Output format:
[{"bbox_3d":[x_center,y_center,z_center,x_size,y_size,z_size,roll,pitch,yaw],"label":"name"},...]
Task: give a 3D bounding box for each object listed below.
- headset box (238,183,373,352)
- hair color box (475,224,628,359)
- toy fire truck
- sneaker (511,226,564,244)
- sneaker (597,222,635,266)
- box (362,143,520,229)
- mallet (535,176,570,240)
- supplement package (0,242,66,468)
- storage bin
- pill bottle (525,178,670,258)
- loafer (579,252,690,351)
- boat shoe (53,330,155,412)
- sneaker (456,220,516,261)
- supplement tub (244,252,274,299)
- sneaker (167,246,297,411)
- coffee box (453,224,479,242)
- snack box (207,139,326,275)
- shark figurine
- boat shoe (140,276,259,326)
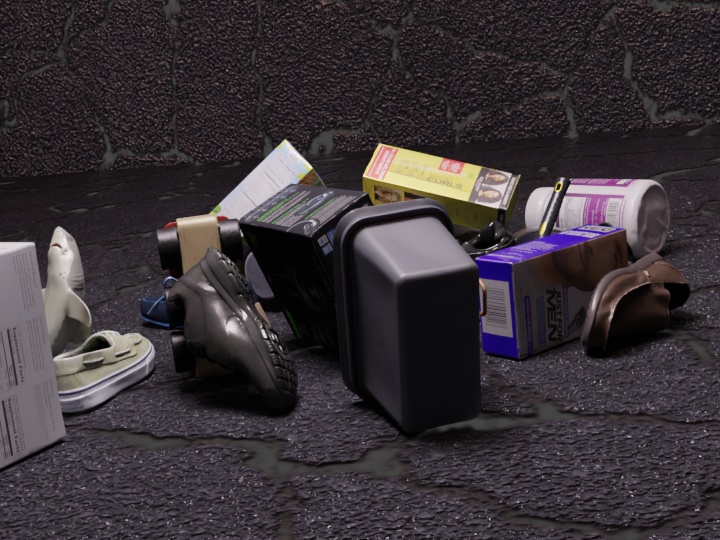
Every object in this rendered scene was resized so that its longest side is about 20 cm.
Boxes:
[{"bbox_3d":[-0.040,-0.002,1.399,0.092,0.176,0.199,-36,24,-23],"label":"headset box"},{"bbox_3d":[0.224,0.021,1.356,0.198,0.111,0.064,-17,16,-39],"label":"hair color box"},{"bbox_3d":[-0.167,0.031,1.402,0.126,0.179,0.200,-9,-3,-10],"label":"toy fire truck"},{"bbox_3d":[0.183,-0.018,1.618,0.198,0.075,0.118,-19,15,-21],"label":"sneaker"},{"bbox_3d":[0.333,-0.026,1.580,0.070,0.084,0.200,-6,12,-1],"label":"sneaker"},{"bbox_3d":[0.106,-0.108,1.558,0.197,0.051,0.076,15,49,16],"label":"box"},{"bbox_3d":[0.223,-0.022,1.437,0.065,0.202,0.041,18,-16,40],"label":"mallet"},{"bbox_3d":[-0.396,0.081,1.171,0.154,0.204,0.110,2,14,34],"label":"supplement package"},{"bbox_3d":[0.063,0.051,1.137,0.143,0.203,0.134,-9,23,-16],"label":"storage bin"},{"bbox_3d":[0.347,-0.079,1.753,0.198,0.114,0.111,6,17,43],"label":"pill bottle"},{"bbox_3d":[0.312,0.036,1.322,0.070,0.074,0.199,27,37,29],"label":"loafer"},{"bbox_3d":[-0.289,0.102,1.357,0.071,0.063,0.200,-4,12,12],"label":"boat shoe"},{"bbox_3d":[0.202,-0.009,1.502,0.196,0.113,0.077,-9,12,-14],"label":"sneaker"},{"bbox_3d":[-0.078,-0.017,1.700,0.106,0.109,0.199,2,15,34],"label":"supplement tub"},{"bbox_3d":[-0.135,0.074,1.249,0.090,0.201,0.076,-36,-30,2],"label":"sneaker"},{"bbox_3d":[0.102,-0.060,1.703,0.113,0.081,0.200,-12,-10,-27],"label":"coffee box"},{"bbox_3d":[-0.141,-0.076,1.716,0.200,0.068,0.169,-46,-15,-1],"label":"snack box"},{"bbox_3d":[-0.350,0.077,1.344,0.128,0.216,0.089,38,8,28],"label":"shark figurine"},{"bbox_3d":[-0.214,0.037,1.608,0.197,0.070,0.084,0,13,26],"label":"boat shoe"}]
